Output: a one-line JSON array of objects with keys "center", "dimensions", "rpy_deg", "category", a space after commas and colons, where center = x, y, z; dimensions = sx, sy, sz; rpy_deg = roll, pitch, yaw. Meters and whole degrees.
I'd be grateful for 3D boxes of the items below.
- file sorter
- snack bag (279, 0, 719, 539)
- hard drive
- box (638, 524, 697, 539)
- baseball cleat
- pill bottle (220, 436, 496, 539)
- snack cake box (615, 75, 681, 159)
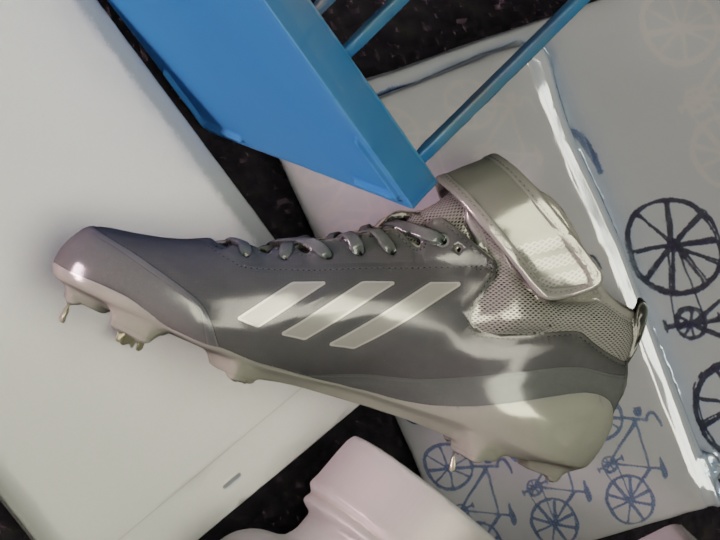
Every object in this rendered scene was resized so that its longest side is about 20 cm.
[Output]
[{"center": [-0.031, -0.144, 0.969], "dimensions": [0.123, 0.139, 0.200], "rpy_deg": [-46, 122, -14], "category": "file sorter"}, {"center": [0.092, -0.001, 1.048], "dimensions": [0.200, 0.021, 0.189], "rpy_deg": [-19, 102, 18], "category": "snack bag"}, {"center": [-0.102, 0.002, 1.039], "dimensions": [0.132, 0.026, 0.200], "rpy_deg": [-39, 104, -11], "category": "hard drive"}, {"center": [0.054, 0.199, 0.928], "dimensions": [0.200, 0.106, 0.152], "rpy_deg": [-26, 107, -4], "category": "box"}, {"center": [0.000, 0.000, 1.015], "dimensions": [0.200, 0.070, 0.107], "rpy_deg": [20, 93, -16], "category": "baseball cleat"}, {"center": [-0.032, 0.159, 1.026], "dimensions": [0.111, 0.111, 0.200], "rpy_deg": [41, 82, -15], "category": "pill bottle"}, {"center": [0.182, -0.032, 1.102], "dimensions": [0.115, 0.067, 0.200], "rpy_deg": [-45, 104, -11], "category": "snack cake box"}]
